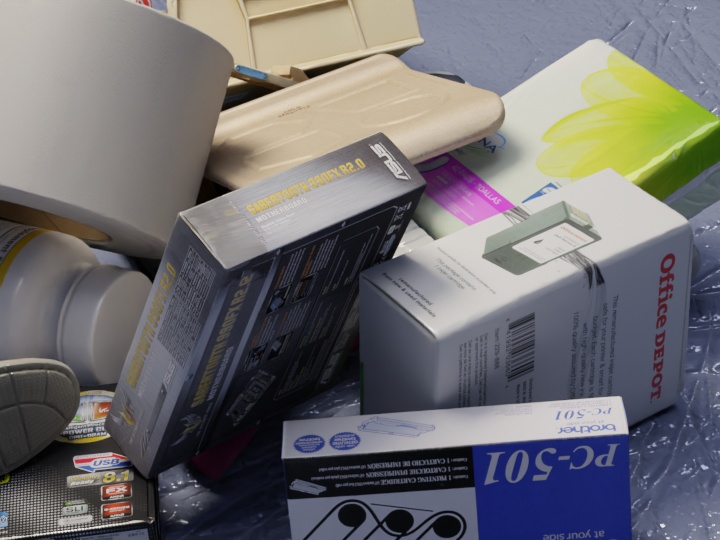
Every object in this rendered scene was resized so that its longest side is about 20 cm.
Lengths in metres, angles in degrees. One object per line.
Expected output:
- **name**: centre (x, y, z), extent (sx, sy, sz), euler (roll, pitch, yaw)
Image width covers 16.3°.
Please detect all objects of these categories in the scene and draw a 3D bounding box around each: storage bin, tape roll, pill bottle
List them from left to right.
- **pill bottle**: centre (-0.240, 0.023, 1.683), extent (0.199, 0.112, 0.111), euler (12, 34, 26)
- **tape roll**: centre (-0.196, -0.100, 1.658), extent (0.202, 0.140, 0.203), euler (15, -8, 2)
- **storage bin**: centre (-0.070, -0.184, 1.941), extent (0.197, 0.094, 0.200), euler (-13, -1, -13)

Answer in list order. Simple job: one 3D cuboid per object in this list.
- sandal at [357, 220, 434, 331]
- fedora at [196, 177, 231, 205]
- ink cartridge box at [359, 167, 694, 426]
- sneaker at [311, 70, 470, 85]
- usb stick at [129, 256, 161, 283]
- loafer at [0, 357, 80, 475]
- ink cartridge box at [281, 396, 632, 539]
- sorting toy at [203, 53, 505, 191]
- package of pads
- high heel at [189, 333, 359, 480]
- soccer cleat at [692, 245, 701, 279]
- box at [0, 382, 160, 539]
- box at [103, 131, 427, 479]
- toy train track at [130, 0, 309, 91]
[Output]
- **sandal**: centre (0.007, -0.002, 1.642), extent (0.082, 0.050, 0.203), euler (-17, 37, -13)
- **fedora**: centre (-0.044, -0.044, 1.786), extent (0.199, 0.082, 0.201), euler (-4, 37, 3)
- **ink cartridge box**: centre (0.102, 0.043, 1.548), extent (0.199, 0.147, 0.084), euler (-22, 41, -28)
- **sneaker**: centre (0.015, -0.093, 1.869), extent (0.198, 0.080, 0.130), euler (-6, 20, -21)
- **usb stick**: centre (-0.157, -0.035, 1.847), extent (0.055, 0.033, 0.200), euler (-16, 32, -18)
- **loafer**: centre (-0.266, 0.100, 1.513), extent (0.199, 0.072, 0.063), euler (-28, 29, -28)
- **ink cartridge box**: centre (0.057, 0.129, 1.465), extent (0.199, 0.094, 0.044), euler (-5, 30, 2)
- **sorting toy**: centre (-0.017, -0.089, 1.707), extent (0.184, 0.037, 0.200), euler (-22, 21, -15)
- **package of pads**: centre (0.131, -0.059, 1.677), extent (0.199, 0.068, 0.154), euler (-33, 41, -13)
- **high heel**: centre (-0.043, 0.074, 1.637), extent (0.199, 0.067, 0.096), euler (-11, 64, -41)
- **soccer cleat**: centre (0.135, -0.019, 1.729), extent (0.199, 0.069, 0.078), euler (-2, 47, 13)
- **box**: centre (-0.223, 0.138, 1.548), extent (0.199, 0.044, 0.160), euler (-7, 30, -2)
- **box**: centre (-0.059, 0.022, 1.495), extent (0.158, 0.200, 0.048), euler (-24, 62, -36)
- **toy train track**: centre (-0.117, -0.162, 1.772), extent (0.199, 0.033, 0.114), euler (15, -6, -38)
